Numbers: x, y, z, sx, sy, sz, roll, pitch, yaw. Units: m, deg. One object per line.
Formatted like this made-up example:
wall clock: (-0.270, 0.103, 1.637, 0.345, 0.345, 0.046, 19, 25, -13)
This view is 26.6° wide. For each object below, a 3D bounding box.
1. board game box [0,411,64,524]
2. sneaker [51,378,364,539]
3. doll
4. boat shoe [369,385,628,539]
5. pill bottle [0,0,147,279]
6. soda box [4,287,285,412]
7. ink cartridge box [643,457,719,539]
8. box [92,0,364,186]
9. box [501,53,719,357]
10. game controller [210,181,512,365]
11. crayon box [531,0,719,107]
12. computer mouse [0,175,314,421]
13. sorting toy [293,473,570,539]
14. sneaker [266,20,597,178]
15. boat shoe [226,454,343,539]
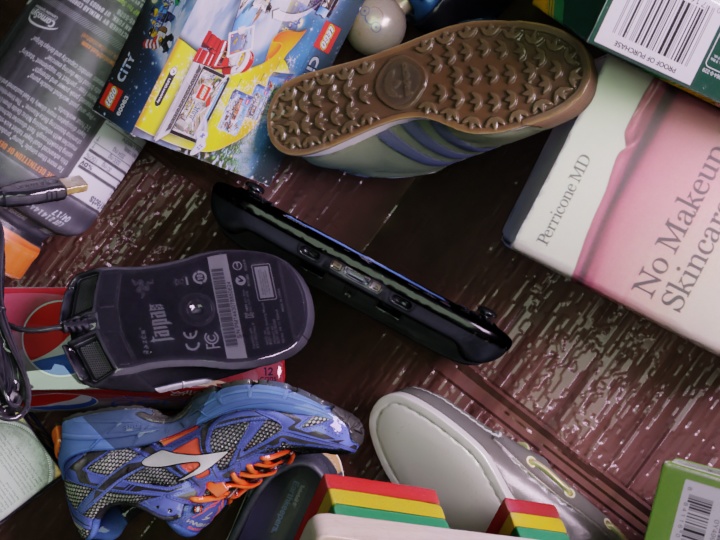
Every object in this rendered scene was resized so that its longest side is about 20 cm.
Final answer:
board game box: (-0.292, 0.084, 0.941, 0.135, 0.035, 0.201, -36, 89, -2)
sneaker: (-0.088, 0.116, 0.893, 0.199, 0.075, 0.079, -13, 70, 22)
doll: (0.071, -0.205, 0.953, 0.200, 0.048, 0.137, -38, 91, 3)
boat shoe: (0.091, 0.142, 0.932, 0.202, 0.060, 0.072, 43, 129, 5)
pill bottle: (-0.180, -0.095, 0.915, 0.106, 0.106, 0.201, 34, 88, 1)
soda box: (-0.147, 0.047, 0.907, 0.198, 0.070, 0.064, 0, 74, -12)
ink cartridge box: (0.234, 0.198, 0.865, 0.075, 0.199, 0.149, 12, 86, 43)
box: (-0.059, -0.159, 0.890, 0.038, 0.136, 0.201, 32, 98, 32)
box: (0.200, -0.028, 0.910, 0.199, 0.109, 0.129, 26, 95, 0)
game controller: (0.000, 0.000, 0.914, 0.199, 0.104, 0.042, 28, 83, 0)
crayon box: (0.210, -0.126, 0.871, 0.199, 0.173, 0.059, 23, 103, -9)
computer mouse: (-0.133, 0.009, 0.860, 0.199, 0.046, 0.141, -11, 68, -21)
sorting toy: (0.028, 0.210, 0.871, 0.199, 0.070, 0.200, 10, 121, -22)
sneaker: (0.051, -0.097, 0.904, 0.199, 0.090, 0.068, -8, 78, 23)
boat shoe: (-0.062, 0.198, 0.927, 0.074, 0.062, 0.201, 20, 89, -2)
